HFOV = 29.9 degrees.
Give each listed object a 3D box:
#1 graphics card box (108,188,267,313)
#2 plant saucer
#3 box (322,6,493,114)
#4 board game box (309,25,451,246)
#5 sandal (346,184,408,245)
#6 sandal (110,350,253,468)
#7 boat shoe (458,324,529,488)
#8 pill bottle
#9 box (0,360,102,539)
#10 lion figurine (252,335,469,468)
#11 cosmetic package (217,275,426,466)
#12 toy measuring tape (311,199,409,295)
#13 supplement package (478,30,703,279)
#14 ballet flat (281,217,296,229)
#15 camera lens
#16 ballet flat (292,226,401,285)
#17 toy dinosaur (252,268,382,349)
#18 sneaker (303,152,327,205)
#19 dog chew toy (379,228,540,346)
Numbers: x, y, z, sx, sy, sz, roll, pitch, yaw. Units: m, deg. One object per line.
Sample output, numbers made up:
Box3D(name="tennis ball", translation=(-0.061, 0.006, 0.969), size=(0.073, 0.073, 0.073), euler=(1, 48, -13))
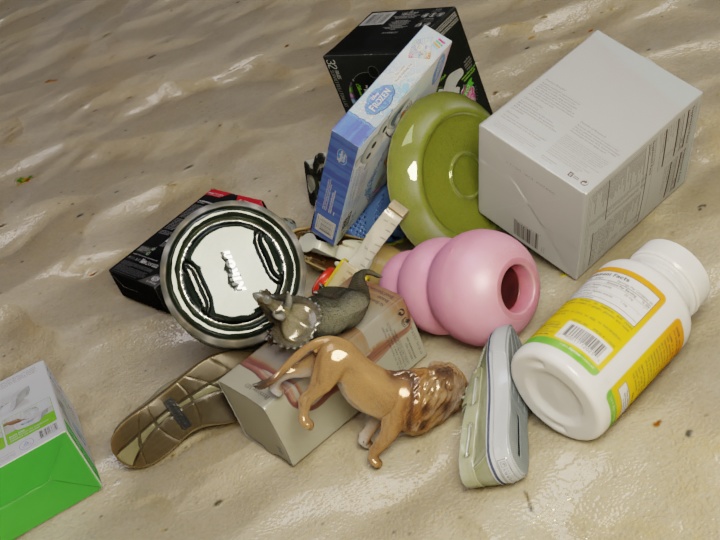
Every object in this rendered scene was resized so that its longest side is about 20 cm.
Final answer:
Box3D(name="graphics card box", translation=(-0.229, -0.030, 1.833), size=(0.200, 0.051, 0.125), euler=(-41, 35, -27))
Box3D(name="plant saucer", translation=(0.115, -0.109, 1.564), size=(0.031, 0.200, 0.200), euler=(-3, 35, 50))
Box3D(name="box", translation=(0.070, -0.228, 1.779), size=(0.148, 0.200, 0.124), euler=(6, 41, 41))
Box3D(name="board game box", translation=(0.021, -0.156, 1.583), size=(0.043, 0.200, 0.199), euler=(33, 58, 10))
Box3D(name="sandal", translation=(0.063, -0.077, 1.648), size=(0.199, 0.080, 0.087), euler=(-11, -9, 26))
Box3D(name="sandal", translation=(-0.190, 0.151, 1.520), size=(0.200, 0.080, 0.054), euler=(-31, 10, -3))
Box3D(name="boat shoe", translation=(0.128, 0.129, 1.322), size=(0.062, 0.072, 0.200), euler=(-18, 32, 21))
Box3D(name="pill bottle", translation=(0.247, 0.060, 1.302), size=(0.200, 0.111, 0.111), euler=(-41, 34, -26))
Box3D(name="box", translation=(-0.417, 0.219, 1.539), size=(0.200, 0.097, 0.176), euler=(-30, 30, -8))
Box3D(name="lion figurine", translation=(0.004, 0.115, 1.348), size=(0.123, 0.200, 0.073), euler=(-56, 22, 13))
Box3D(name="cosmetic package", translation=(-0.040, 0.104, 1.458), size=(0.200, 0.087, 0.103), euler=(-39, 34, -23))
Box3D(name="toy measuring tape", translation=(0.000, 0.000, 1.556), size=(0.200, 0.073, 0.074), euler=(-56, 24, 19))
Box3D(name="supplement package", translation=(0.253, -0.130, 1.508), size=(0.200, 0.151, 0.152), euler=(-39, 59, -23))
Box3D(name="ballet flat", translation=(-0.134, -0.027, 1.744), size=(0.072, 0.072, 0.201), euler=(-8, 34, 25))
Box3D(name="camera lens", translation=(-0.144, 0.010, 1.538), size=(0.160, 0.160, 0.200), euler=(-29, -2, -7))
Box3D(name="ballet flat", translation=(-0.022, -0.014, 1.645), size=(0.200, 0.063, 0.069), euler=(14, 82, 51))
Box3D(name="toy dinosaur", translation=(-0.040, 0.045, 1.405), size=(0.200, 0.077, 0.102), euler=(-6, 11, -41))
Box3D(name="sneaker", translation=(-0.016, -0.127, 1.782), size=(0.088, 0.077, 0.200), euler=(-14, 9, -13))
Box3D(name="dog chew toy", translation=(0.098, 0.018, 1.472), size=(0.200, 0.125, 0.125), euler=(0, 38, 49))
